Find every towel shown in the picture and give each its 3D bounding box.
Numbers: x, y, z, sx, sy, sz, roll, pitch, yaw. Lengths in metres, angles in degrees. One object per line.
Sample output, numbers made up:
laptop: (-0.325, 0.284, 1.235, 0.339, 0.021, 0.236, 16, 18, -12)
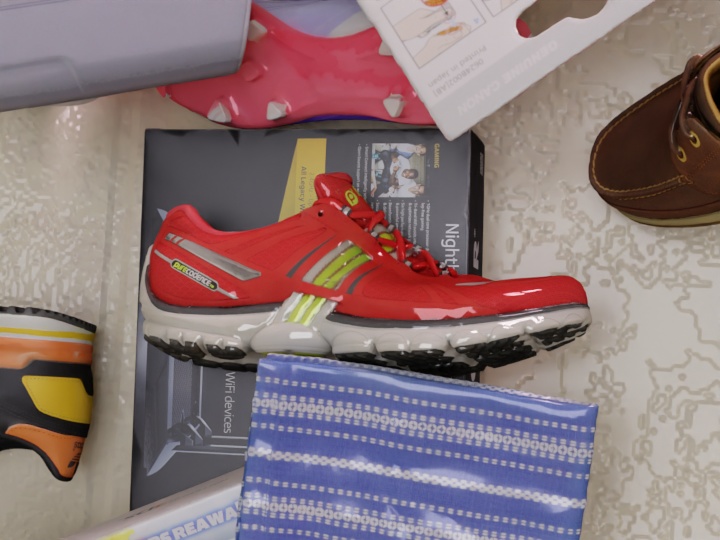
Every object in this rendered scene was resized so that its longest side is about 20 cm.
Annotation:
towel: (0.013, 0.142, 0.754, 0.144, 0.024, 0.202, 9, 99, 6)

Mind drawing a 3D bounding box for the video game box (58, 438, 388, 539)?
video game box: (-0.057, 0.187, 0.805, 0.199, 0.047, 0.183, -22, 97, 11)

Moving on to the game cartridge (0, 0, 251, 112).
game cartridge: (-0.117, -0.178, 0.804, 0.132, 0.041, 0.202, -11, 91, -17)

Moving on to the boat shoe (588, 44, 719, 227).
boat shoe: (0.160, -0.070, 0.761, 0.200, 0.067, 0.073, -18, 60, 54)

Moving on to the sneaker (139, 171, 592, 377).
sneaker: (0.000, 0.000, 0.784, 0.198, 0.077, 0.086, 2, 80, 11)

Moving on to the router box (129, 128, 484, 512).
router box: (-0.024, 0.035, 0.849, 0.156, 0.052, 0.202, 1, 85, 12)

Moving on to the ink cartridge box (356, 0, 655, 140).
ink cartridge box: (0.063, -0.162, 0.788, 0.160, 0.047, 0.201, -34, 59, 7)

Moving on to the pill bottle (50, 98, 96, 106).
pill bottle: (-0.166, -0.186, 0.869, 0.113, 0.114, 0.202, 7, 87, 13)

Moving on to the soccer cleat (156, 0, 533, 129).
soccer cleat: (-0.015, -0.102, 0.861, 0.199, 0.076, 0.067, 7, 109, 30)

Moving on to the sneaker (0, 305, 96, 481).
sneaker: (-0.225, 0.065, 0.882, 0.198, 0.070, 0.091, -2, 82, 10)
